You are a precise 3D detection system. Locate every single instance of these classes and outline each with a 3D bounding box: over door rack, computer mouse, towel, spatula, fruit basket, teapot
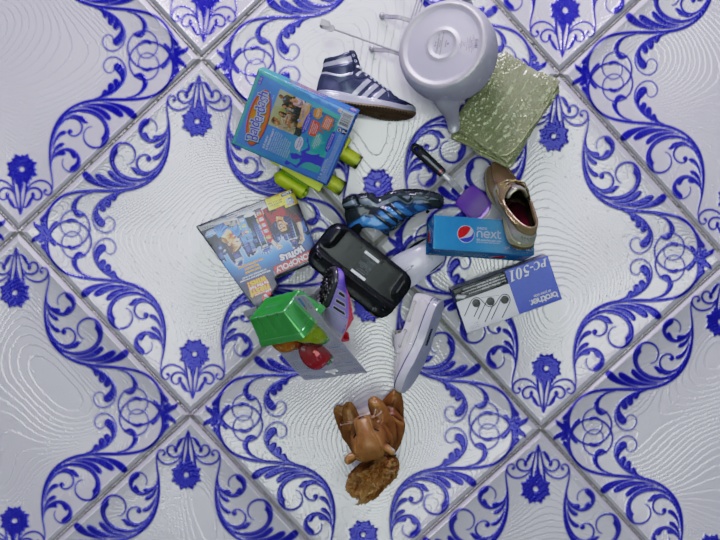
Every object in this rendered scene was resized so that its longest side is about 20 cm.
[{"bbox_3d":[0.027,-0.501,1.550,0.200,0.067,0.148,16,93,-22],"label":"over door rack"},{"bbox_3d":[0.077,0.003,1.595,0.200,0.044,0.110,-35,91,2],"label":"computer mouse"},{"bbox_3d":[0.279,-0.312,1.572,0.148,0.036,0.200,32,92,12],"label":"towel"},{"bbox_3d":[0.174,-0.179,1.597,0.200,0.021,0.057,44,94,-1],"label":"spatula"},{"bbox_3d":[-0.103,0.128,1.529,0.200,0.185,0.094,47,51,-25],"label":"fruit basket"},{"bbox_3d":[0.175,-0.402,1.526,0.200,0.146,0.198,-42,68,14],"label":"teapot"}]

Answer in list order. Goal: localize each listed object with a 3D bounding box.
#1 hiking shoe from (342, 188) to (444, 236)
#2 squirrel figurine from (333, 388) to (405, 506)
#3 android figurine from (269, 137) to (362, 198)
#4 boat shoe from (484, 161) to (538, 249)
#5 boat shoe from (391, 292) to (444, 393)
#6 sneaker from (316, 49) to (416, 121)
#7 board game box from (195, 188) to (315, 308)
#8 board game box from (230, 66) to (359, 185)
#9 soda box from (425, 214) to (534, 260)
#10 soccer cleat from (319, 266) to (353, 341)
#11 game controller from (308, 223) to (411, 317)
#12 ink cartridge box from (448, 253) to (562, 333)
[{"bbox_3d":[0.066,-0.112,1.582,0.200,0.074,0.087,-4,100,10],"label":"hiking shoe"},{"bbox_3d":[0.026,0.340,1.539,0.141,0.187,0.200,-8,93,0],"label":"squirrel figurine"},{"bbox_3d":[-0.102,-0.236,1.584,0.200,0.041,0.182,30,93,-2],"label":"android figurine"},{"bbox_3d":[0.292,-0.136,1.534,0.074,0.066,0.200,-7,57,-17],"label":"boat shoe"},{"bbox_3d":[0.097,0.140,1.597,0.070,0.071,0.200,22,97,26],"label":"boat shoe"},{"bbox_3d":[0.015,-0.357,1.565,0.200,0.070,0.109,8,79,-11],"label":"sneaker"},{"bbox_3d":[-0.188,-0.031,1.583,0.200,0.062,0.200,-21,96,-3],"label":"board game box"},{"bbox_3d":[-0.122,-0.270,1.521,0.200,0.045,0.152,24,110,-3],"label":"board game box"},{"bbox_3d":[0.230,-0.062,1.564,0.200,0.064,0.068,4,80,-9],"label":"soda box"},{"bbox_3d":[-0.044,0.068,1.547,0.073,0.068,0.200,3,134,-10],"label":"soccer cleat"},{"bbox_3d":[0.000,0.000,1.557,0.200,0.042,0.104,38,83,-9],"label":"game controller"},{"bbox_3d":[0.284,0.045,1.597,0.200,0.044,0.094,-19,94,0],"label":"ink cartridge box"}]
